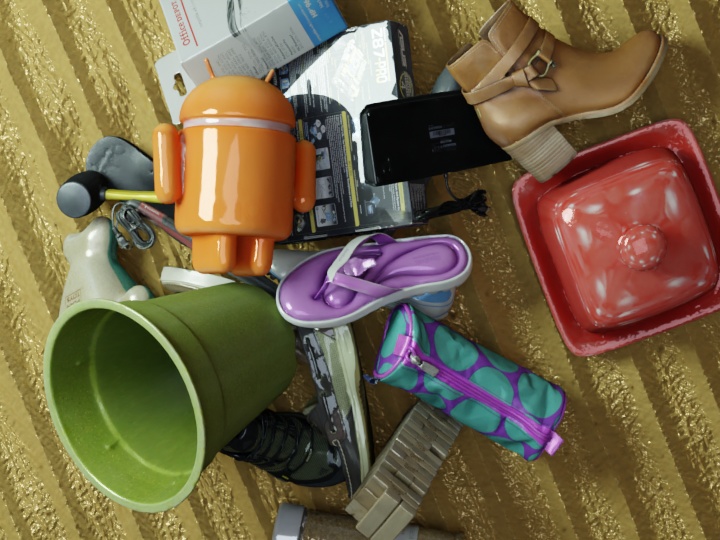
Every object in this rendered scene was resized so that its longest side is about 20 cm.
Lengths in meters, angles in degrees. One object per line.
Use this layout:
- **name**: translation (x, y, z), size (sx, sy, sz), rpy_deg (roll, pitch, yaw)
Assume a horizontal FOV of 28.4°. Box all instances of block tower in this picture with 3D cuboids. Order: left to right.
- **block tower**: translation (0.047, 0.187, 1.391), size (0.054, 0.200, 0.058), rpy_deg (39, 118, 0)

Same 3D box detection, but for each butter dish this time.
- **butter dish**: translation (0.267, -0.027, 1.386), size (0.197, 0.148, 0.202), rpy_deg (-20, 93, 6)

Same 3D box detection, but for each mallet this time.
- **mallet**: translation (-0.207, -0.071, 1.422), size (0.198, 0.066, 0.042), rpy_deg (5, 106, 15)

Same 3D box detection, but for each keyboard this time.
- **keyboard**: translation (0.077, -0.107, 1.378), size (0.020, 0.199, 0.129), rpy_deg (-2, 98, 48)

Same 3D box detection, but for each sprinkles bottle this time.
- **sprinkles bottle**: translation (0.008, 0.289, 1.471), size (0.198, 0.068, 0.069), rpy_deg (9, 95, 3)

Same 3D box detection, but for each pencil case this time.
- **pencil case**: translation (0.107, 0.113, 1.414), size (0.199, 0.092, 0.086), rpy_deg (28, 99, -15)

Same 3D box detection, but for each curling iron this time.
- **curling iron**: translation (-0.157, -0.013, 1.412), size (0.198, 0.026, 0.050), rpy_deg (25, 89, -9)

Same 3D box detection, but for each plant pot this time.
- **plant pot**: translation (-0.159, 0.095, 1.336), size (0.198, 0.189, 0.202), rpy_deg (14, 115, 33)

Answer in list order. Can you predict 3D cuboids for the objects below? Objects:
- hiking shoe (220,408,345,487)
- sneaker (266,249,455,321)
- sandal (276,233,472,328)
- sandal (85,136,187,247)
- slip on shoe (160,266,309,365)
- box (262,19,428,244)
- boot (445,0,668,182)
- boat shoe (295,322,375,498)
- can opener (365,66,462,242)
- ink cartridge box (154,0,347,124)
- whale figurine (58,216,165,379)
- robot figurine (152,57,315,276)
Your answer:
- **hiking shoe**: translation (-0.101, 0.176, 1.453), size (0.198, 0.101, 0.076), rpy_deg (21, 97, 3)
- **sneaker**: translation (0.000, 0.000, 1.444), size (0.198, 0.072, 0.073), rpy_deg (11, 110, -3)
- **sandal**: translation (0.012, -0.004, 1.377), size (0.201, 0.050, 0.083), rpy_deg (-16, 57, -15)
- **sandal**: translation (-0.195, -0.072, 1.470), size (0.198, 0.043, 0.077), rpy_deg (24, 96, 2)
- **slip on shoe**: translation (-0.114, 0.048, 1.460), size (0.198, 0.076, 0.061), rpy_deg (18, 88, -5)
- **box**: translation (-0.022, -0.135, 1.417), size (0.160, 0.049, 0.203), rpy_deg (-8, 88, 28)
- **boot**: translation (0.192, -0.206, 1.395), size (0.200, 0.077, 0.155), rpy_deg (-42, 102, 1)
- **boat shoe**: translation (-0.026, 0.133, 1.423), size (0.065, 0.072, 0.203), rpy_deg (-8, 101, 2)
- **can opener**: translation (0.051, -0.124, 1.431), size (0.053, 0.067, 0.201), rpy_deg (36, 94, 31)
- **ink cartridge box**: translation (-0.125, -0.244, 1.410), size (0.199, 0.117, 0.068), rpy_deg (-30, 136, 6)
- **whale figurine**: translation (-0.252, 0.050, 1.464), size (0.158, 0.103, 0.202), rpy_deg (-27, 68, 40)
- **robot figurine**: translation (-0.117, -0.096, 1.354), size (0.142, 0.117, 0.203), rpy_deg (1, 88, 7)
